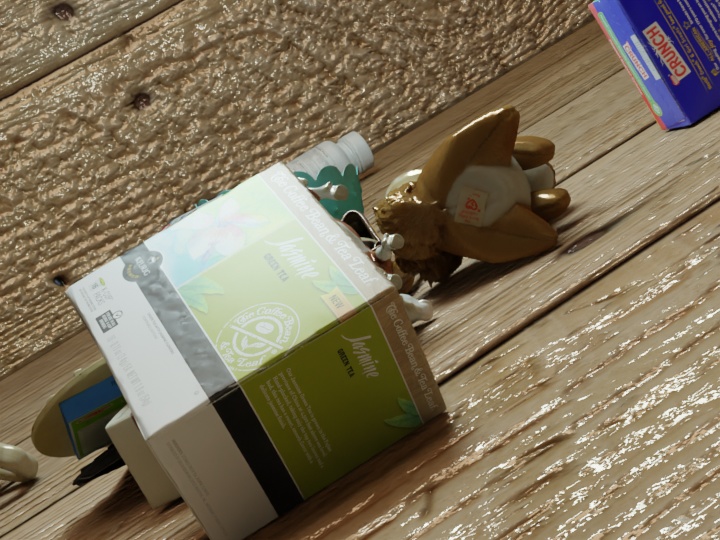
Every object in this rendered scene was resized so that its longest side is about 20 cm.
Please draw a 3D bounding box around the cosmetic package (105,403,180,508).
[{"bbox_3d":[-0.103,0.113,1.180,0.200,0.087,0.103,-28,8,15],"label":"cosmetic package"}]

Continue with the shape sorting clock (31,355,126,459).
[{"bbox_3d":[-0.216,0.112,1.288,0.200,0.039,0.200,-30,-17,-10],"label":"shape sorting clock"}]

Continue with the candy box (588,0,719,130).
[{"bbox_3d":[0.384,-0.277,1.529,0.200,0.169,0.077,-32,5,-14],"label":"candy box"}]

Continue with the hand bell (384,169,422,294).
[{"bbox_3d":[0.056,-0.020,1.529,0.104,0.104,0.200,-26,22,28],"label":"hand bell"}]

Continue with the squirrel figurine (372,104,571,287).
[{"bbox_3d":[0.112,-0.072,1.391,0.200,0.142,0.187,-25,3,17],"label":"squirrel figurine"}]

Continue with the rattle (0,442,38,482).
[{"bbox_3d":[-0.461,0.275,1.672,0.130,0.143,0.200,0,-19,-18],"label":"rattle"}]

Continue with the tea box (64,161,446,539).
[{"bbox_3d":[-0.079,0.056,1.005,0.197,0.134,0.200,-31,40,-10],"label":"tea box"}]

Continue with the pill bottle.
[{"bbox_3d":[-0.076,-0.212,2.944,0.200,0.114,0.114,-32,8,-16],"label":"pill bottle"}]

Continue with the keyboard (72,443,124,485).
[{"bbox_3d":[-0.203,0.160,1.336,0.127,0.021,0.200,-33,-3,4],"label":"keyboard"}]

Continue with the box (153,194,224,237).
[{"bbox_3d":[-0.101,0.026,1.293,0.110,0.200,0.035,-19,26,52],"label":"box"}]

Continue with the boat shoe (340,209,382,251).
[{"bbox_3d":[0.000,0.000,1.401,0.072,0.072,0.200,-13,28,8],"label":"boat shoe"}]

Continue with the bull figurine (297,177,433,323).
[{"bbox_3d":[-0.013,-0.010,1.256,0.065,0.200,0.121,-58,6,-28],"label":"bull figurine"}]

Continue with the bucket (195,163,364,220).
[{"bbox_3d":[-0.086,-0.039,1.654,0.207,0.135,0.207,-13,-1,0],"label":"bucket"}]
